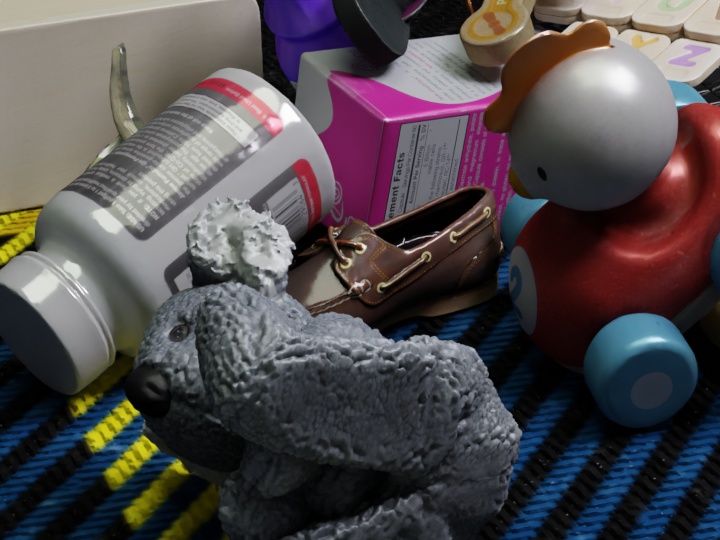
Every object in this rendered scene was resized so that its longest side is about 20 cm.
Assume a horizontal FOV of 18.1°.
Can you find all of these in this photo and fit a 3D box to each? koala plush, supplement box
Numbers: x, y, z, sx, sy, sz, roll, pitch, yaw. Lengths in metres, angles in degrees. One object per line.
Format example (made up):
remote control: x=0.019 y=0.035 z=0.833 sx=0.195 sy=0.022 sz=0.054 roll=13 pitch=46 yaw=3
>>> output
koala plush: x=-0.043 y=0.069 z=1.116 sx=0.183 sy=0.179 sz=0.200 roll=-4 pitch=23 yaw=-34
supplement box: x=0.062 y=-0.087 z=1.455 sx=0.199 sy=0.104 sz=0.101 roll=-9 pitch=34 yaw=-32

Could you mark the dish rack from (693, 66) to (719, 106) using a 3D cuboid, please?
dish rack: x=0.254 y=-0.145 z=1.554 sx=0.054 sy=0.154 sz=0.200 roll=-19 pitch=29 yaw=-8

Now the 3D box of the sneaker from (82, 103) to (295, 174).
sneaker: x=-0.097 y=-0.052 z=1.465 sx=0.199 sy=0.077 sz=0.089 roll=-21 pitch=44 yaw=-29

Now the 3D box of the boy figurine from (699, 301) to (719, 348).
boy figurine: x=0.252 y=0.014 z=1.323 sx=0.124 sy=0.065 sz=0.200 roll=-23 pitch=36 yaw=-32

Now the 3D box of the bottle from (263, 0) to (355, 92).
bottle: x=-0.013 y=-0.149 z=1.504 sx=0.083 sy=0.200 sz=0.066 roll=-13 pitch=50 yaw=21

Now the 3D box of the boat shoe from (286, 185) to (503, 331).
boat shoe: x=0.000 y=0.000 z=1.351 sx=0.199 sy=0.071 sz=0.070 roll=-21 pitch=36 yaw=-33

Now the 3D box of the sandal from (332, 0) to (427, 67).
sandal: x=0.024 y=-0.192 z=1.456 sx=0.048 sy=0.075 sz=0.201 roll=-32 pitch=24 yaw=20

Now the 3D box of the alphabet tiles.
alphabet tiles: x=0.215 y=-0.179 z=1.470 sx=0.199 sy=0.015 sz=0.195 roll=15 pitch=42 yaw=38

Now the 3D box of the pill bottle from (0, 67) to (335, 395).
pill bottle: x=-0.118 y=-0.020 z=1.310 sx=0.110 sy=0.111 sz=0.200 roll=24 pitch=54 yaw=41

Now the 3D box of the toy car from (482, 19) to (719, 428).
toy car: x=0.127 y=-0.054 z=1.255 sx=0.177 sy=0.200 sz=0.185 roll=-40 pitch=34 yaw=10

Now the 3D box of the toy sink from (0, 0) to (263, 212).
toy sink: x=-0.178 y=-0.134 z=1.559 sx=0.199 sy=0.131 sz=0.112 roll=-11 pitch=27 yaw=-19

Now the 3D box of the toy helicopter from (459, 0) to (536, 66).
toy helicopter: x=0.097 y=-0.199 z=1.472 sx=0.131 sy=0.079 sz=0.201 roll=-3 pitch=40 yaw=23

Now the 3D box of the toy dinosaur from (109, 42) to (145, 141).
toy dinosaur: x=-0.126 y=-0.042 z=1.407 sx=0.088 sy=0.048 sz=0.200 roll=-32 pitch=78 yaw=-27
